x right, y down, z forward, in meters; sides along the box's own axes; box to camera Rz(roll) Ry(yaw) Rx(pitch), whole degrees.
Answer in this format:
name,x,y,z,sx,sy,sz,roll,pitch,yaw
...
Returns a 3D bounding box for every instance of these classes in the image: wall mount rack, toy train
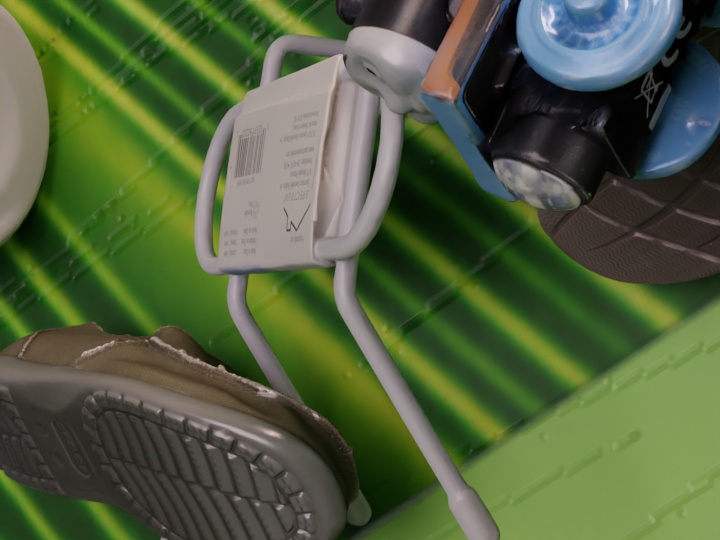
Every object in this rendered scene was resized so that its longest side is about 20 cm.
name,x,y,z,sx,sy,sz,roll,pitch,yaw
wall mount rack,0.000,0.000,0.802,0.200,0.074,0.174,174,103,-70
toy train,0.069,-0.114,0.691,0.114,0.087,0.200,20,76,28

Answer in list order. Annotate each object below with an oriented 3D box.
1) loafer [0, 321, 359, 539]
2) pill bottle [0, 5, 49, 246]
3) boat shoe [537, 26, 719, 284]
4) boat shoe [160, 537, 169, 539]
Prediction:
name,x,y,z,sx,sy,sz,roll,pitch,yaw
loafer,-0.067,0.049,0.851,0.200,0.070,0.075,14,133,46
pill bottle,-0.235,-0.060,0.969,0.200,0.113,0.113,3,86,34
boat shoe,0.139,-0.066,0.751,0.200,0.072,0.076,-37,102,32
boat shoe,-0.011,0.145,0.811,0.200,0.069,0.057,37,123,53
